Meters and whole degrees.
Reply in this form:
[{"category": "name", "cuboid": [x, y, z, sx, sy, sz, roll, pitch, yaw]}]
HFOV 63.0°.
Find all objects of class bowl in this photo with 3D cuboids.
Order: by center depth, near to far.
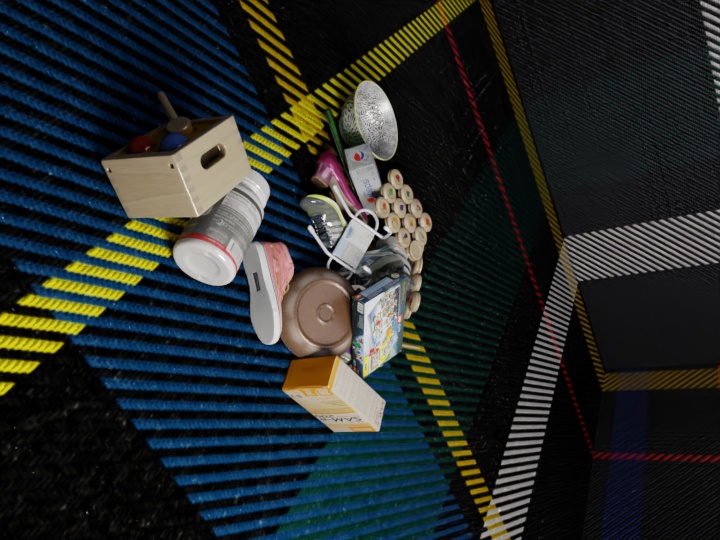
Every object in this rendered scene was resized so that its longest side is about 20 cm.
[{"category": "bowl", "cuboid": [0.007, -0.372, 1.507, 0.200, 0.093, 0.204, 19, 66, -52]}]

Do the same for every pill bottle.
[{"category": "pill bottle", "cuboid": [-0.241, -0.085, 1.046, 0.114, 0.113, 0.202, 51, 43, -36]}, {"category": "pill bottle", "cuboid": [0.064, 0.022, 1.471, 0.120, 0.118, 0.202, 44, 47, -41]}]

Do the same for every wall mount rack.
[{"category": "wall mount rack", "cuboid": [-0.028, -0.083, 1.305, 0.173, 0.074, 0.201, 34, 64, -11]}]

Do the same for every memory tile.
[{"category": "memory tile", "cuboid": [0.110, -0.136, 1.452, 0.200, 0.017, 0.154, 50, 49, -30]}, {"category": "memory tile", "cuboid": [0.125, 0.032, 1.544, 0.017, 0.153, 0.203, 13, 63, -13]}]

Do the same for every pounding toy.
[{"category": "pounding toy", "cuboid": [-0.297, -0.196, 0.953, 0.200, 0.182, 0.144, -54, 138, -47]}]

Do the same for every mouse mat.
[{"category": "mouse mat", "cuboid": [-0.046, -0.294, 1.423, 0.161, 0.007, 0.202, -85, 154, -72]}]

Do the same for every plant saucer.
[{"category": "plant saucer", "cuboid": [-0.079, 0.092, 1.235, 0.198, 0.037, 0.204, 4, 81, -27]}]

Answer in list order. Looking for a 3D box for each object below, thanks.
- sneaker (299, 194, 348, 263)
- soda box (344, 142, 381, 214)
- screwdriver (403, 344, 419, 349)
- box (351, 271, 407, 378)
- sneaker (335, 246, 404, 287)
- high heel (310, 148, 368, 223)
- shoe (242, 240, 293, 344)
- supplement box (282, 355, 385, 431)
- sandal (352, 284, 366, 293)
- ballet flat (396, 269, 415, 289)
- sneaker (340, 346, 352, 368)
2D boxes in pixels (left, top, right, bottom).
[{"category": "sneaker", "cuboid": [-0.074, -0.096, 1.340, 0.200, 0.073, 0.082, 47, 49, -38]}, {"category": "soda box", "cuboid": [0.016, -0.220, 1.434, 0.200, 0.063, 0.069, 63, 13, -62]}, {"category": "screwdriver", "cuboid": [0.114, 0.200, 1.577, 0.199, 0.029, 0.028, 17, 68, -48]}, {"category": "box", "cuboid": [0.040, 0.119, 1.276, 0.136, 0.037, 0.202, -29, 133, -40]}, {"category": "sneaker", "cuboid": [0.000, 0.000, 1.384, 0.198, 0.087, 0.078, -18, 135, -18]}, {"category": "high heel", "cuboid": [-0.037, -0.200, 1.425, 0.200, 0.067, 0.097, 39, 60, -29]}, {"category": "shoe", "cuboid": [-0.169, 0.040, 1.158, 0.090, 0.071, 0.203, -6, 83, -51]}, {"category": "supplement box", "cuboid": [-0.052, 0.264, 1.230, 0.200, 0.125, 0.074, 48, 44, -37]}, {"category": "sandal", "cuboid": [-0.070, 0.102, 1.308, 0.211, 0.069, 0.078, -35, 94, -31]}, {"category": "ballet flat", "cuboid": [0.055, 0.084, 1.336, 0.057, 0.066, 0.201, 39, 74, -4]}, {"category": "sneaker", "cuboid": [-0.023, 0.170, 1.359, 0.199, 0.069, 0.101, 25, 54, -54]}]
